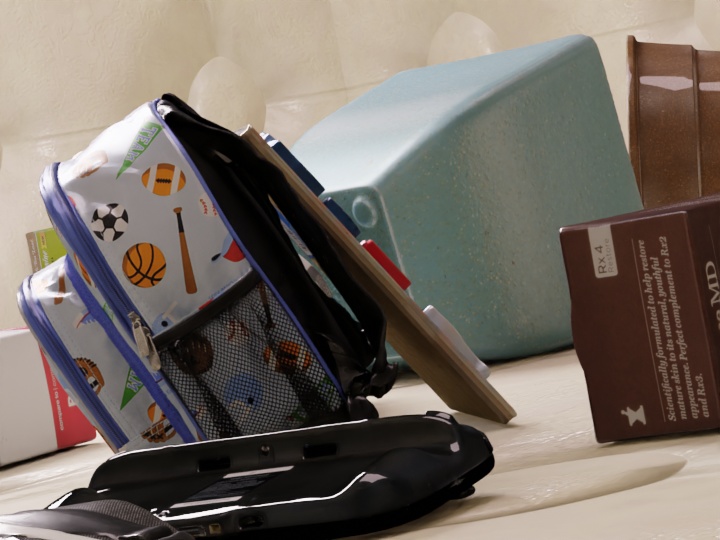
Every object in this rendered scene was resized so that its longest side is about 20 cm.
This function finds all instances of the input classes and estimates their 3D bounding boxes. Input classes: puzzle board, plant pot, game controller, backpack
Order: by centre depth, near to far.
[{"bbox_3d":[-0.045,0.096,1.220,0.199,0.042,0.104,-10,17,31],"label":"game controller"},{"bbox_3d":[-0.084,0.013,1.445,0.154,0.191,0.200,-27,3,-3],"label":"backpack"},{"bbox_3d":[0.000,0.000,1.532,0.017,0.200,0.151,-43,7,-6],"label":"puzzle board"},{"bbox_3d":[0.052,-0.025,1.940,0.195,0.197,0.200,-8,13,46],"label":"plant pot"},{"bbox_3d":[0.297,-0.079,2.144,0.197,0.201,0.200,-3,3,7],"label":"plant pot"}]

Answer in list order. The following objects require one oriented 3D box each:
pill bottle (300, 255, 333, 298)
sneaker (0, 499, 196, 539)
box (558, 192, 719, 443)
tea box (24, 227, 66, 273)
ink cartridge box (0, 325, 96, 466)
[{"bbox_3d":[-0.068,0.038,1.712,0.113,0.114,0.200,-10,2,1],"label":"pill bottle"},{"bbox_3d":[-0.133,0.108,0.902,0.199,0.073,0.112,1,5,34],"label":"sneaker"},{"bbox_3d":[0.178,0.012,1.365,0.075,0.101,0.200,-9,3,37],"label":"box"},{"bbox_3d":[-0.307,-0.011,3.911,0.196,0.134,0.200,-9,3,45],"label":"tea box"},{"bbox_3d":[-0.283,0.090,1.816,0.146,0.083,0.200,-8,2,31],"label":"ink cartridge box"}]
